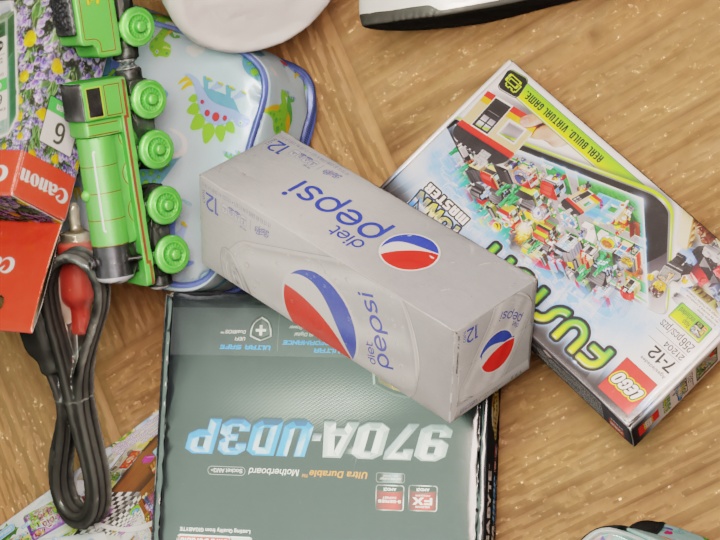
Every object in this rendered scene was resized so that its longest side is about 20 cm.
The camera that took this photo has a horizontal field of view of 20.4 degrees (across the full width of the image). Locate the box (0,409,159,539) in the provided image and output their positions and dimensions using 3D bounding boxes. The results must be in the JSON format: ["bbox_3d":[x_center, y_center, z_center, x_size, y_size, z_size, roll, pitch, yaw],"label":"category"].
[{"bbox_3d":[-0.131,0.178,1.238,0.199,0.039,0.138,-35,72,22],"label":"box"}]

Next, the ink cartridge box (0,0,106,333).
[{"bbox_3d":[-0.218,-0.069,1.169,0.108,0.050,0.202,2,73,36],"label":"ink cartridge box"}]

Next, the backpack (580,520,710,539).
[{"bbox_3d":[0.177,0.237,1.019,0.199,0.150,0.179,25,98,21],"label":"backpack"}]

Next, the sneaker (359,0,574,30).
[{"bbox_3d":[0.083,-0.208,1.112,0.198,0.084,0.122,-12,88,19],"label":"sneaker"}]

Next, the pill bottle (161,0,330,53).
[{"bbox_3d":[-0.092,-0.230,1.171,0.112,0.112,0.201,-45,49,19],"label":"pill bottle"}]

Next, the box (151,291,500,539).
[{"bbox_3d":[-0.019,0.094,1.151,0.198,0.046,0.161,1,83,17],"label":"box"}]

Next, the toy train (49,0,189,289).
[{"bbox_3d":[-0.139,-0.085,1.134,0.042,0.056,0.202,7,107,56],"label":"toy train"}]

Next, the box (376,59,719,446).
[{"bbox_3d":[0.116,-0.012,1.095,0.110,0.035,0.200,-44,68,-7],"label":"box"}]

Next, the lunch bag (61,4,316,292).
[{"bbox_3d":[-0.135,-0.076,1.225,0.199,0.082,0.162,20,97,26],"label":"lunch bag"}]

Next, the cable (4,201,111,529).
[{"bbox_3d":[-0.167,0.055,1.200,0.096,0.050,0.202,-5,107,38],"label":"cable"}]

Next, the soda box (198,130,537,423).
[{"bbox_3d":[0.000,0.000,1.092,0.199,0.068,0.064,31,136,34],"label":"soda box"}]
